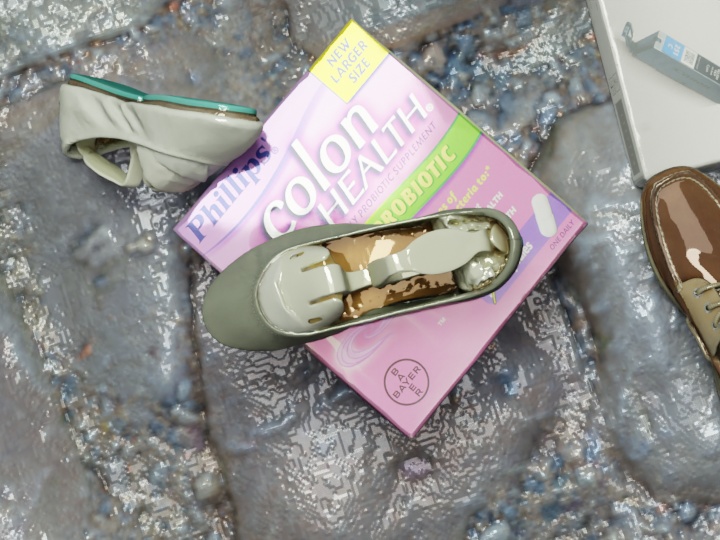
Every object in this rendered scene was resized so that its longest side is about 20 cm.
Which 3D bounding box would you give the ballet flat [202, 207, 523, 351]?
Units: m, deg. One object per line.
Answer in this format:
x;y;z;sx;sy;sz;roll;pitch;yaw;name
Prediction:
0.000;0.000;0.822;0.198;0.064;0.068;-13;87;-1;ballet flat

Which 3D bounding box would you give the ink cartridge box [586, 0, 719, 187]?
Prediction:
0.247;-0.176;0.944;0.174;0.045;0.202;-14;87;-1;ink cartridge box

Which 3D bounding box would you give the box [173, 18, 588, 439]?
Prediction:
0.012;-0.024;0.904;0.200;0.097;0.176;41;87;3;box

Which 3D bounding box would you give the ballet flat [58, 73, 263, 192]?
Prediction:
-0.130;-0.082;0.880;0.069;0.199;0.070;-13;110;-39;ballet flat

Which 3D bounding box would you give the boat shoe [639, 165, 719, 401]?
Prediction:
0.245;0.024;0.902;0.075;0.072;0.201;-29;95;5;boat shoe
